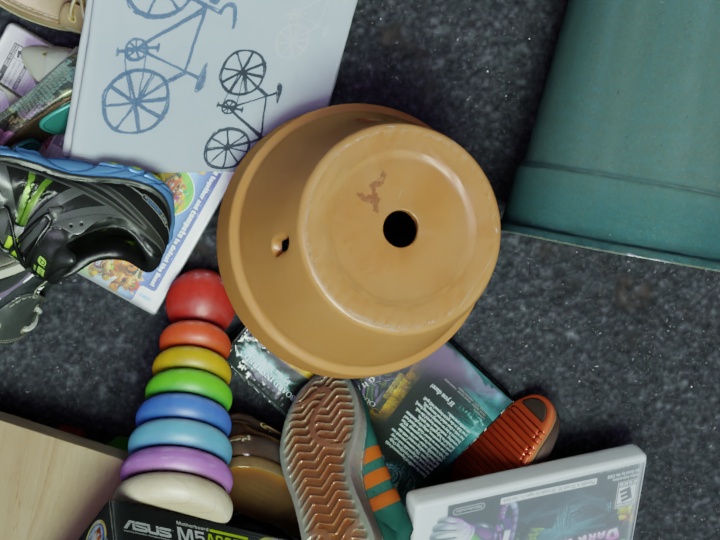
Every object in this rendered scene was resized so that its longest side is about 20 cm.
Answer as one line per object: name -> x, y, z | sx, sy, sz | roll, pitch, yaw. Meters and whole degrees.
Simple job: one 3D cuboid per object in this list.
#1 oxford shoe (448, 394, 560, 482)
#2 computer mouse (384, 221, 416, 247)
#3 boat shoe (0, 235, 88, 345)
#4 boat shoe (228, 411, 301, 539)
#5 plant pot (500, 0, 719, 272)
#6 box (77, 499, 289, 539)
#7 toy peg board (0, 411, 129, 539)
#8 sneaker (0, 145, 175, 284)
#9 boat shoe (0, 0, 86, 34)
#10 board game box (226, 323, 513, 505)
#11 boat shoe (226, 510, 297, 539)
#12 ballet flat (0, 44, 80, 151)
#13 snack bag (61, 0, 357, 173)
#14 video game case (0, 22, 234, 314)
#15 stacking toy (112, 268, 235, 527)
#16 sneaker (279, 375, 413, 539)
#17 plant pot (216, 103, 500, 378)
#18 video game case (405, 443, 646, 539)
oxford shoe -> 0.111, 0.191, 1.043 | 0.072, 0.071, 0.200 | 23, 105, -30
computer mouse -> 0.000, 0.000, 0.968 | 0.200, 0.034, 0.059 | -12, 90, -22
boat shoe -> -0.267, 0.019, 0.951 | 0.200, 0.072, 0.068 | -34, 120, -8
boat shoe -> -0.034, 0.179, 1.018 | 0.070, 0.070, 0.200 | -37, 121, 20
plant pot -> 0.210, -0.108, 0.918 | 0.200, 0.200, 0.197 | 10, 94, -6
box -> -0.128, 0.248, 0.925 | 0.200, 0.044, 0.160 | 20, 123, -32
toy peg board -> -0.274, 0.199, 1.011 | 0.199, 0.098, 0.200 | 16, 101, 9
sneaker -> -0.226, -0.034, 0.882 | 0.199, 0.071, 0.083 | 4, 63, -17
boat shoe -> -0.176, -0.199, 0.924 | 0.199, 0.069, 0.074 | 10, 102, -6
board game box -> 0.005, 0.083, 1.022 | 0.200, 0.028, 0.135 | 43, 97, -12
boat shoe -> -0.052, 0.278, 1.031 | 0.071, 0.091, 0.200 | -33, 103, 4
ballet flat -> -0.241, -0.116, 0.929 | 0.200, 0.069, 0.071 | -35, 83, 5
snack bag -> -0.099, -0.151, 0.904 | 0.200, 0.021, 0.189 | -1, 126, -26
video game case -> -0.209, -0.075, 0.978 | 0.200, 0.018, 0.143 | 30, 99, -9
stacking toy -> -0.129, 0.089, 0.950 | 0.085, 0.200, 0.085 | 1, 148, 1
sneaker -> -0.007, 0.167, 0.946 | 0.071, 0.200, 0.080 | -25, 135, 16
plant pot -> 0.009, -0.023, 0.888 | 0.200, 0.140, 0.201 | 0, 88, -15
video game case -> 0.125, 0.233, 1.016 | 0.200, 0.023, 0.182 | -9, 120, -20
